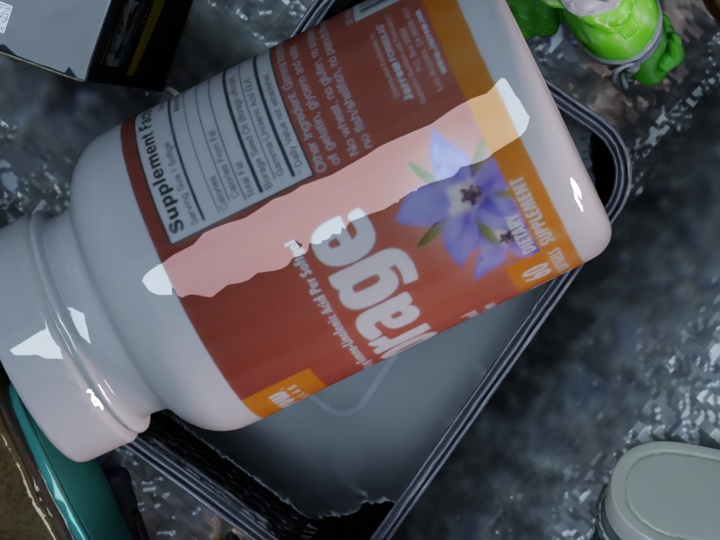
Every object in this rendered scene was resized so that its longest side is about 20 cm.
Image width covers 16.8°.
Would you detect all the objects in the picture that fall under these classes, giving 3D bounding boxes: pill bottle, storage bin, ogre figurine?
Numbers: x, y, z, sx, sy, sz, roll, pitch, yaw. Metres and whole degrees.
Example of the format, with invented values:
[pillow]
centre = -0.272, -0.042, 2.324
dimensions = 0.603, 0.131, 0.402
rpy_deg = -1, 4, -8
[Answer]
[pill bottle]
centre = -0.025, -0.015, 0.824
dimensions = 0.199, 0.112, 0.113
rpy_deg = -26, 90, 7
[storage bin]
centre = 0.000, 0.000, 0.924
dimensions = 0.135, 0.094, 0.201
rpy_deg = 35, 96, 3
[ogre figurine]
centre = 0.047, -0.154, 0.898
dimensions = 0.098, 0.120, 0.201
rpy_deg = -19, 90, 6

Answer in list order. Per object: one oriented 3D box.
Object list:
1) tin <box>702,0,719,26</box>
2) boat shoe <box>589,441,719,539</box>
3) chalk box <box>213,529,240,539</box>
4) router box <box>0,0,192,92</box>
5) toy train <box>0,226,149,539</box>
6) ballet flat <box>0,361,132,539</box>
[tin]
centre = 0.208, -0.165, 0.924
dimensions = 0.112, 0.042, 0.200
rpy_deg = 41, 96, 7
[boat shoe]
centre = 0.183, 0.123, 0.939
dimensions = 0.199, 0.073, 0.062
rpy_deg = 17, 138, -2
[chalk box]
centre = -0.032, 0.215, 0.859
dimensions = 0.124, 0.125, 0.200
rpy_deg = -40, 93, 5
[router box]
centre = -0.076, -0.168, 0.891
dimensions = 0.052, 0.157, 0.201
rpy_deg = 20, 94, 4
[toy train]
centre = -0.151, 0.074, 0.950
dimensions = 0.114, 0.087, 0.201
rpy_deg = -18, 89, -3
[ballet flat]
centre = -0.147, 0.043, 0.885
dimensions = 0.072, 0.068, 0.201
rpy_deg = -25, 88, 9
